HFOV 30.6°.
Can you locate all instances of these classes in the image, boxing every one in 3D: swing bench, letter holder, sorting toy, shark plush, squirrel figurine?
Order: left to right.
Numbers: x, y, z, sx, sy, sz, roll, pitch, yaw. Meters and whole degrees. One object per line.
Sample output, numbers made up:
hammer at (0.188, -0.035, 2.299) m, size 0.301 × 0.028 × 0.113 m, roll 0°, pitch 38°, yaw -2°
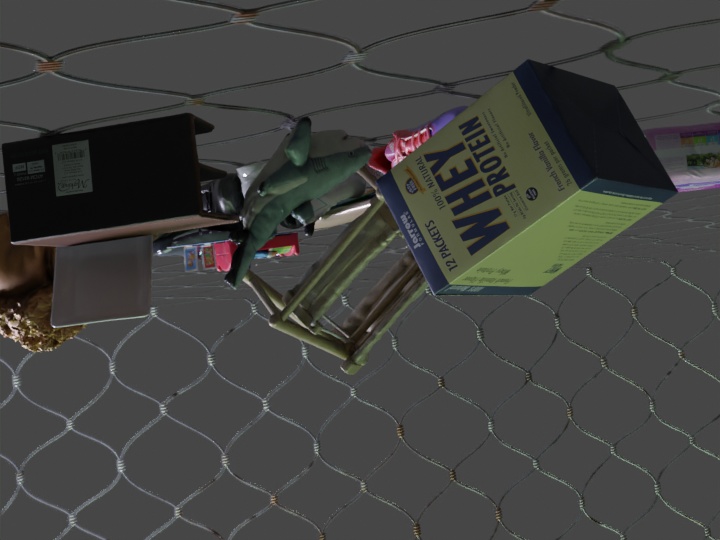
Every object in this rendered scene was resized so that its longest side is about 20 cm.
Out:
squirrel figurine at (-0.351, 0.001, 1.548) m, size 0.186 × 0.201 × 0.142 m, roll 5°, pitch 171°, yaw 17°
letter holder at (-0.236, -0.086, 1.329) m, size 0.199 × 0.101 × 0.142 m, roll -8°, pitch 176°, yaw 13°
shark plush at (-0.072, -0.070, 1.334) m, size 0.083 × 0.200 × 0.091 m, roll 37°, pitch 154°, yaw -8°
swing bench at (0.000, 0.000, 1.520) m, size 0.200 × 0.199 × 0.130 m, roll 35°, pitch -171°, yaw -39°
sorting toy at (0.049, -0.100, 1.706) m, size 0.200 × 0.037 × 0.185 m, roll -18°, pitch -176°, yaw -42°

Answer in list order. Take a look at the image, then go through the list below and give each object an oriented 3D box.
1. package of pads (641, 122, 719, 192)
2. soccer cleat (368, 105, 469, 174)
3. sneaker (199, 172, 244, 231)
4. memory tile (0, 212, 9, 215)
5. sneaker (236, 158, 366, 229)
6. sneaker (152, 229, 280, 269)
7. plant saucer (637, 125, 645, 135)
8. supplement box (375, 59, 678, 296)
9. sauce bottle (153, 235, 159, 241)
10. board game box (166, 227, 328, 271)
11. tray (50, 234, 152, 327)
package of pads at (0.425, -0.141, 1.644) m, size 0.199 × 0.076 × 0.121 m, roll -6°, pitch 173°, yaw -3°
soccer cleat at (0.068, -0.132, 1.413) m, size 0.076 × 0.067 × 0.200 m, roll 10°, pitch 170°, yaw -13°
sneaker at (-0.180, -0.078, 1.634) m, size 0.090 × 0.076 × 0.200 m, roll 1°, pitch 172°, yaw -7°
memory tile at (-0.459, -0.056, 1.801) m, size 0.153 × 0.017 × 0.200 m, roll -3°, pitch 173°, yaw -36°
sneaker at (-0.069, -0.089, 1.596) m, size 0.070 × 0.081 × 0.200 m, roll -14°, pitch 172°, yaw 43°
sneaker at (-0.186, -0.033, 1.781) m, size 0.199 × 0.088 × 0.074 m, roll -20°, pitch -174°, yaw -37°
plant saucer at (0.233, -0.154, 1.544) m, size 0.199 × 0.028 × 0.200 m, roll -7°, pitch 175°, yaw -1°
supplement box at (0.165, -0.082, 1.292) m, size 0.200 × 0.135 × 0.200 m, roll -37°, pitch 159°, yaw 29°
sauce bottle at (-0.292, -0.059, 1.712) m, size 0.064 × 0.065 × 0.200 m, roll -3°, pitch 173°, yaw -29°
board game box at (-0.135, -0.023, 1.619) m, size 0.199 × 0.039 × 0.158 m, roll -6°, pitch -178°, yaw 17°
tray at (-0.273, -0.027, 1.415) m, size 0.107 × 0.201 × 0.022 m, roll -7°, pitch 148°, yaw 6°
